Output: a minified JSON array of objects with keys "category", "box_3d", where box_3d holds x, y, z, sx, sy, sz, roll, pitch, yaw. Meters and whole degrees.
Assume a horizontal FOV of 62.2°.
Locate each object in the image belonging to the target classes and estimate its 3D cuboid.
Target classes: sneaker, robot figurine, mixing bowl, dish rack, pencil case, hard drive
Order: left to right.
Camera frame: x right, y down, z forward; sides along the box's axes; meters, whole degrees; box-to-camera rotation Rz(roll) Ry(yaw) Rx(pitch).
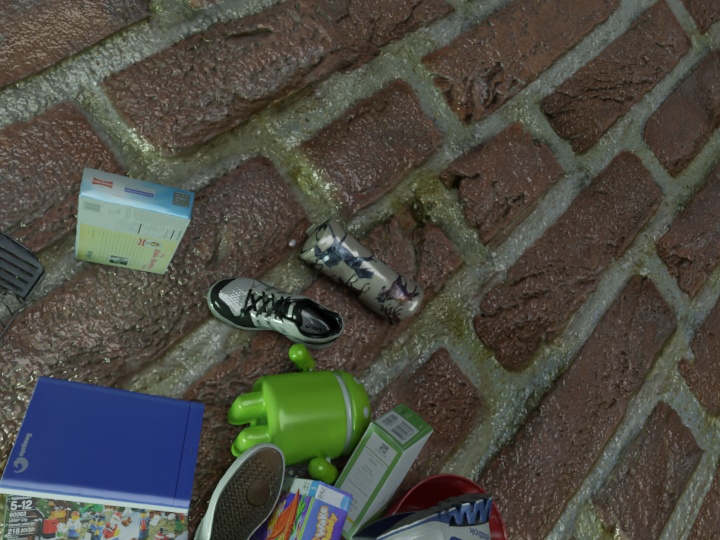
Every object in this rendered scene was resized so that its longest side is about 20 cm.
[{"category":"dish rack","box_3d":[-0.468,0.034,0.676,0.152,0.054,0.203,32,63,-16]},{"category":"hard drive","box_3d":[-0.291,0.203,0.699,0.196,0.026,0.134,14,46,-18]},{"category":"sneaker","box_3d":[-0.158,0.287,0.719,0.072,0.085,0.203,28,91,-20]},{"category":"sneaker","box_3d":[-0.113,0.051,0.834,0.197,0.087,0.077,18,70,-20]},{"category":"robot figurine","box_3d":[-0.073,0.195,0.796,0.196,0.116,0.178,0,58,-27]},{"category":"pencil case","box_3d":[0.000,0.000,0.913,0.199,0.089,0.078,36,91,-13]},{"category":"mixing bowl","box_3d":[0.096,0.389,0.832,0.196,0.108,0.204,8,71,-25]},{"category":"sneaker","box_3d":[0.095,0.354,0.734,0.196,0.080,0.118,-3,75,-29]}]

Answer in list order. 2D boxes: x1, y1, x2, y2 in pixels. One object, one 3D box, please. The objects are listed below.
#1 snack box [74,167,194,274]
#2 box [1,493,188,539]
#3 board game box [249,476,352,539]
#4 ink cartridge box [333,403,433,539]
[{"category":"snack box","box_3d":[-0.275,-0.050,0.714,0.114,0.200,0.038,11,67,-24]},{"category":"box","box_3d":[-0.303,0.291,0.696,0.196,0.038,0.140,5,74,-26]},{"category":"board game box","box_3d":[-0.087,0.319,0.705,0.044,0.199,0.136,27,64,-16]},{"category":"ink cartridge box","box_3d":[0.011,0.284,0.792,0.059,0.202,0.103,34,16,22]}]
